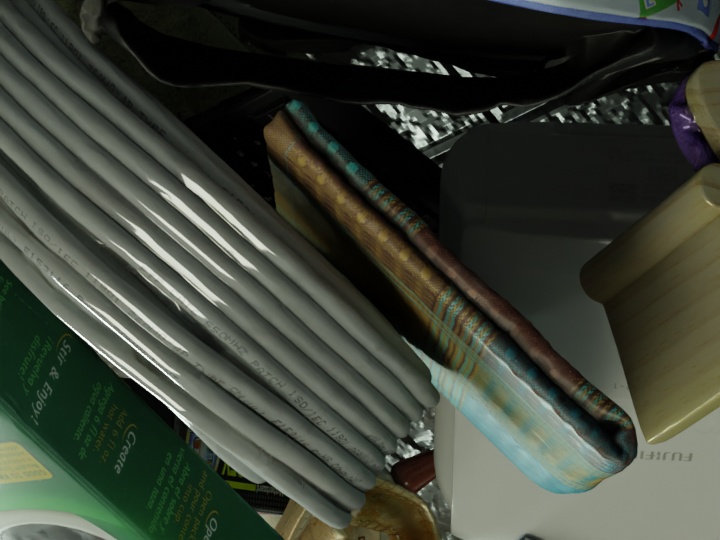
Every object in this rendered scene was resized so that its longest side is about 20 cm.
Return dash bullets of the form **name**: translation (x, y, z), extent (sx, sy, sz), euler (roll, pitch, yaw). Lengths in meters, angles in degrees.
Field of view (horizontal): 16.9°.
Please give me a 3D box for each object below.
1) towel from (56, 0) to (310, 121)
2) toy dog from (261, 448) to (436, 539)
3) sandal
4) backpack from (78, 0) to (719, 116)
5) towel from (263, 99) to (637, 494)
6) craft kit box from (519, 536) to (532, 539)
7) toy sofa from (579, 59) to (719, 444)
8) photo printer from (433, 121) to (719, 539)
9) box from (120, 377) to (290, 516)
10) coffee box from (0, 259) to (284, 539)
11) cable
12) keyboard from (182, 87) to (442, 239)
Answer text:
- **towel**: translation (-0.110, -0.059, 0.895), extent (0.200, 0.148, 0.036), euler (37, -173, -45)
- **toy dog**: translation (0.001, 0.146, 1.091), extent (0.096, 0.132, 0.200), euler (-12, 140, -12)
- **sandal**: translation (0.005, 0.110, 0.942), extent (0.069, 0.078, 0.212), euler (29, 126, 24)
- **backpack**: translation (0.027, -0.123, 0.758), extent (0.190, 0.200, 0.155), euler (16, 99, 12)
- **towel**: translation (0.027, 0.015, 0.777), extent (0.147, 0.022, 0.200), euler (43, 174, 5)
- **craft kit box**: translation (0.099, 0.209, 1.021), extent (0.197, 0.049, 0.200), euler (22, 137, -17)
- **toy sofa**: translation (0.175, -0.013, 0.785), extent (0.083, 0.199, 0.098), euler (-45, 57, 59)
- **photo printer**: translation (0.110, 0.038, 0.921), extent (0.166, 0.070, 0.201), euler (3, 134, 2)
- **box**: translation (-0.129, 0.067, 0.959), extent (0.199, 0.044, 0.160), euler (2, 173, 20)
- **coffee box**: translation (-0.113, 0.075, 0.821), extent (0.123, 0.044, 0.200), euler (-9, 138, 36)
- **cable**: translation (-0.061, -0.005, 0.779), extent (0.200, 0.069, 0.200), euler (44, 177, -34)
- **keyboard**: translation (0.000, 0.000, 0.926), extent (0.104, 0.040, 0.200), euler (-24, 140, 29)
